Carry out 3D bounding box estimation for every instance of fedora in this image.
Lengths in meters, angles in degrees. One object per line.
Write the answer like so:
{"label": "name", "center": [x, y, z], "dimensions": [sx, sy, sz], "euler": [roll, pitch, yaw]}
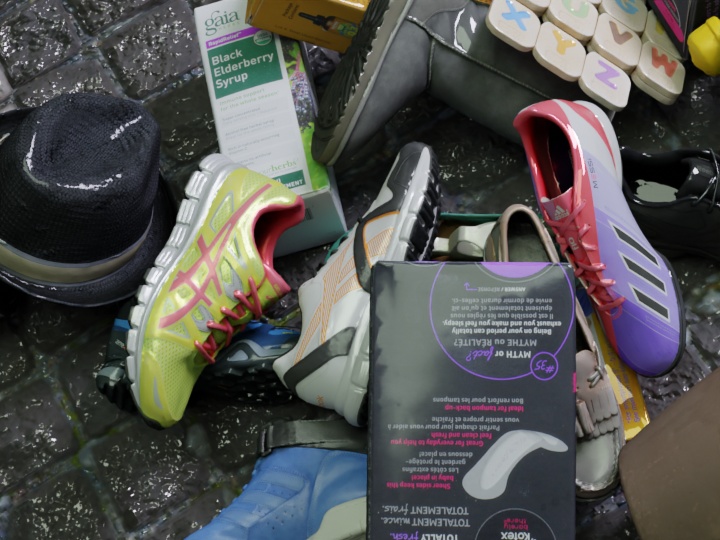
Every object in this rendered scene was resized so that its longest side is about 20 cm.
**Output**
{"label": "fedora", "center": [-0.209, -0.071, 1.084], "dimensions": [0.199, 0.092, 0.202], "euler": [20, 46, -22]}

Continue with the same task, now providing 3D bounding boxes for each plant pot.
{"label": "plant pot", "center": [0.257, 0.125, 0.892], "dimensions": [0.173, 0.200, 0.202], "euler": [-27, 59, 17]}

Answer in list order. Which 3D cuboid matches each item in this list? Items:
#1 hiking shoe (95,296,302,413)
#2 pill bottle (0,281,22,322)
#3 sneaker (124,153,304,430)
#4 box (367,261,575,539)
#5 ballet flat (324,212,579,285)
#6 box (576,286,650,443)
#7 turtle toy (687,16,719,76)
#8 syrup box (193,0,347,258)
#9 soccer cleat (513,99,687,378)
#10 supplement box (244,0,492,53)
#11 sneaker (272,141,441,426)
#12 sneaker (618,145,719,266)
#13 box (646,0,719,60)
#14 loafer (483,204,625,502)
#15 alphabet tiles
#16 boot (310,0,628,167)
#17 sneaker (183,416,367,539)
{"label": "hiking shoe", "center": [-0.098, 0.049, 1.062], "dimensions": [0.198, 0.075, 0.088], "euler": [-4, 63, 11]}
{"label": "pill bottle", "center": [-0.373, 0.001, 1.129], "dimensions": [0.198, 0.112, 0.113], "euler": [-11, 61, 8]}
{"label": "sneaker", "center": [-0.097, 0.017, 1.000], "dimensions": [0.089, 0.078, 0.202], "euler": [15, 73, 14]}
{"label": "box", "center": [0.068, 0.100, 0.876], "dimensions": [0.121, 0.106, 0.203], "euler": [1, 84, 6]}
{"label": "ballet flat", "center": [0.064, -0.019, 1.062], "dimensions": [0.198, 0.071, 0.068], "euler": [2, 65, 14]}
{"label": "box", "center": [0.094, 0.089, 1.018], "dimensions": [0.198, 0.042, 0.120], "euler": [-14, 62, 3]}
{"label": "turtle toy", "center": [0.332, -0.133, 1.022], "dimensions": [0.145, 0.101, 0.201], "euler": [-34, 102, 14]}
{"label": "syrup box", "center": [-0.071, -0.117, 1.138], "dimensions": [0.078, 0.082, 0.202], "euler": [-15, 62, 4]}
{"label": "soccer cleat", "center": [0.156, -0.022, 0.977], "dimensions": [0.068, 0.073, 0.202], "euler": [-30, 70, 40]}
{"label": "supplement box", "center": [0.016, -0.202, 1.118], "dimensions": [0.198, 0.067, 0.070], "euler": [13, 63, -17]}
{"label": "sneaker", "center": [0.000, 0.000, 0.992], "dimensions": [0.079, 0.074, 0.202], "euler": [15, 73, 18]}
{"label": "sneaker", "center": [0.256, -0.043, 1.019], "dimensions": [0.198, 0.091, 0.077], "euler": [6, 62, 14]}
{"label": "box", "center": [0.310, -0.263, 1.096], "dimensions": [0.198, 0.106, 0.123], "euler": [-19, 59, -8]}
{"label": "loafer", "center": [0.124, 0.052, 0.962], "dimensions": [0.071, 0.063, 0.202], "euler": [-16, 71, 0]}
{"label": "alphabet tiles", "center": [0.161, -0.203, 1.091], "dimensions": [0.199, 0.015, 0.196], "euler": [31, 40, -7]}
{"label": "boot", "center": [0.082, -0.121, 1.074], "dimensions": [0.183, 0.199, 0.073], "euler": [-61, 22, 3]}
{"label": "sneaker", "center": [-0.066, 0.164, 0.998], "dimensions": [0.198, 0.077, 0.112], "euler": [-23, 50, 12]}
